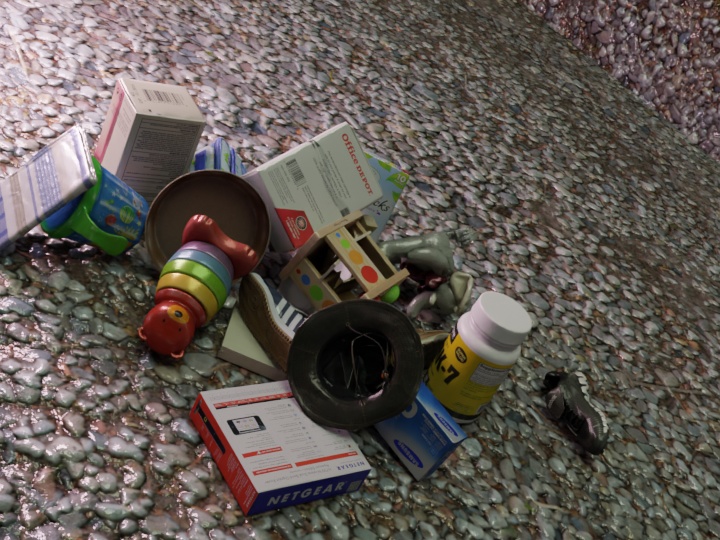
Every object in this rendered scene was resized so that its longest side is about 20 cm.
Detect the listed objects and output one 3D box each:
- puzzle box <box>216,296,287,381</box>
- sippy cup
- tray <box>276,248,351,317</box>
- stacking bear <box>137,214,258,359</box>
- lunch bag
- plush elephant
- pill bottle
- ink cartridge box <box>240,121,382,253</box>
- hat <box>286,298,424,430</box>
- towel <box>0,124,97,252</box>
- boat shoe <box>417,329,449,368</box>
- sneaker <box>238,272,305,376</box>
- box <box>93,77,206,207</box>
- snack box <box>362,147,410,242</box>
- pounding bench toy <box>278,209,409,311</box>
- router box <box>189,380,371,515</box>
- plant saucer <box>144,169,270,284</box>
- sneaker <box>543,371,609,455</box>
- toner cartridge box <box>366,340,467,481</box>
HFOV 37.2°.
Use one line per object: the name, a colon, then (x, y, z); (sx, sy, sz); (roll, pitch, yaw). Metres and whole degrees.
puzzle box: (-0.117, 0.124, 1.663); (0.199, 0.026, 0.133); (24, 31, -9)
sippy cup: (-0.401, -0.092, 1.644); (0.130, 0.139, 0.179); (29, 52, -39)
tray: (-0.075, 0.016, 1.831); (0.107, 0.022, 0.201); (26, 40, -3)
stacking bear: (-0.255, 0.038, 1.581); (0.121, 0.114, 0.201); (36, 49, -12)
lunch bag: (-0.226, -0.117, 1.799); (0.161, 0.082, 0.201); (57, 15, -35)
plush elephant: (0.127, 0.017, 1.913); (0.198, 0.165, 0.156); (-13, 83, -6)
pill bottle: (0.187, 0.139, 1.716); (0.113, 0.201, 0.115); (20, 32, -13)
ink cartridge box: (-0.081, -0.139, 1.792); (0.199, 0.084, 0.145); (-31, 101, -28)
hat: (-0.006, 0.137, 1.553); (0.200, 0.201, 0.081); (33, -7, 7)
towel: (-0.478, -0.118, 1.586); (0.024, 0.199, 0.147); (47, 11, -46)
boat shoe: (0.075, 0.122, 1.775); (0.199, 0.076, 0.072); (-7, 44, -46)
sneaker: (-0.104, 0.081, 1.644); (0.108, 0.070, 0.200); (-5, 48, -42)
box: (-0.355, -0.200, 1.765); (0.127, 0.201, 0.109); (2, 39, -36)
snack box: (-0.017, -0.116, 1.913); (0.141, 0.201, 0.053); (27, 12, -4)
pounding bench toy: (0.000, 0.000, 1.774); (0.156, 0.124, 0.200); (50, 41, 7)
router box: (-0.111, 0.238, 1.483); (0.199, 0.049, 0.180); (-2, 43, -40)
plant saucer: (-0.241, -0.066, 1.682); (0.199, 0.202, 0.032); (15, 16, -21)
sneaker: (0.364, 0.242, 1.845); (0.090, 0.067, 0.201); (15, 30, -17)
toner cartridge box: (0.060, 0.205, 1.600); (0.200, 0.095, 0.043); (49, 32, 19)
